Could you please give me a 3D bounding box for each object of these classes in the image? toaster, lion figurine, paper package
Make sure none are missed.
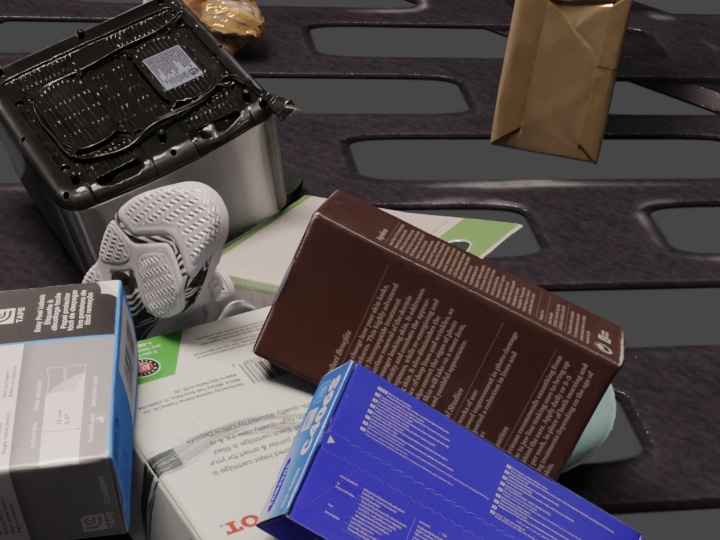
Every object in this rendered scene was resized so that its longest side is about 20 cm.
[{"bbox_3d":[-0.164,-0.097,1.058,0.181,0.119,0.200,-29,51,-16],"label":"toaster"},{"bbox_3d":[-0.163,-0.287,1.438,0.122,0.073,0.200,8,29,-11],"label":"lion figurine"},{"bbox_3d":[0.197,-0.227,1.302,0.103,0.191,0.200,12,35,9],"label":"paper package"}]

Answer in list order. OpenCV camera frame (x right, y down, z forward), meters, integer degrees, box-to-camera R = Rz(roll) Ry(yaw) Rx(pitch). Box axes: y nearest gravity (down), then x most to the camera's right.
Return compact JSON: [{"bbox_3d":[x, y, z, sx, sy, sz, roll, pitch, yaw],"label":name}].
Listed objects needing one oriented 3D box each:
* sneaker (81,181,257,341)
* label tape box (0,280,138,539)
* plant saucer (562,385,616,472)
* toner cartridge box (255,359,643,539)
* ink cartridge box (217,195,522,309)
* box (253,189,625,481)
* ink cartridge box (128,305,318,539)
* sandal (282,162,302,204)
[{"bbox_3d":[-0.116,0.002,0.918,0.115,0.200,0.075,-21,69,-44],"label":"sneaker"},{"bbox_3d":[-0.227,0.082,0.764,0.200,0.066,0.143,-4,40,-3],"label":"label tape box"},{"bbox_3d":[0.072,0.089,0.945,0.201,0.039,0.201,5,35,-3],"label":"plant saucer"},{"bbox_3d":[0.052,0.141,0.749,0.200,0.043,0.095,32,61,-14],"label":"toner cartridge box"},{"bbox_3d":[0.000,0.000,1.015,0.200,0.048,0.145,11,31,33],"label":"ink cartridge box"},{"bbox_3d":[0.048,0.043,0.839,0.200,0.100,0.075,26,19,2],"label":"box"},{"bbox_3d":[-0.068,0.121,0.833,0.146,0.083,0.200,-13,38,-28],"label":"ink cartridge box"},{"bbox_3d":[-0.143,-0.075,1.143,0.200,0.048,0.075,-5,35,-16],"label":"sandal"}]
